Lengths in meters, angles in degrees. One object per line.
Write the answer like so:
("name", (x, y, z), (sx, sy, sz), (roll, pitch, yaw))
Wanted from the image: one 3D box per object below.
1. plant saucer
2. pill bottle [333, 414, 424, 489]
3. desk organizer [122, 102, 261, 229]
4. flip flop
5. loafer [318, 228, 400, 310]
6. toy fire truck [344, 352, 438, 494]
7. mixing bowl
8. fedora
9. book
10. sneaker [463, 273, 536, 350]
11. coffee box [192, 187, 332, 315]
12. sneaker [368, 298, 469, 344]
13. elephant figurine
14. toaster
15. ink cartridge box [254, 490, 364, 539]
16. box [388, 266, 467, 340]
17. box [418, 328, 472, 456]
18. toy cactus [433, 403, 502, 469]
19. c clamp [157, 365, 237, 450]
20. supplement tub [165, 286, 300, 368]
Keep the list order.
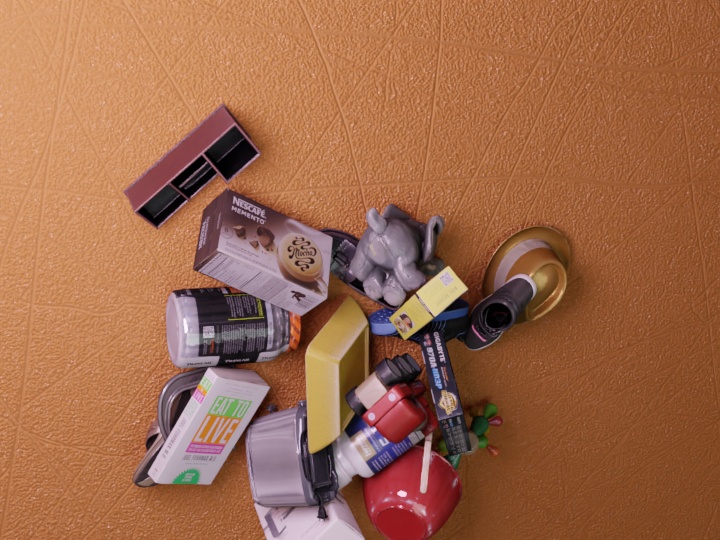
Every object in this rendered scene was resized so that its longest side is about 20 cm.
("plant saucer", (-0.030, 0.175, 1.646), (0.048, 0.200, 0.203), (8, 117, 18))
("pill bottle", (0.015, 0.299, 1.772), (0.199, 0.120, 0.120), (-36, 125, -3))
("desk organizer", (-0.246, -0.143, 1.444), (0.199, 0.077, 0.072), (-41, 125, 1))
("flip flop", (-0.322, 0.267, 1.643), (0.081, 0.057, 0.203), (24, 89, -52))
("loafer", (0.000, 0.000, 1.640), (0.072, 0.063, 0.199), (-48, 125, 6))
("toy fire truck", (0.076, 0.258, 1.626), (0.129, 0.201, 0.176), (-43, 167, 13))
("mixing bowl", (0.086, 0.431, 1.824), (0.196, 0.109, 0.203), (8, 126, 10))
("fedora", (0.314, 0.022, 1.783), (0.197, 0.082, 0.204), (-10, 120, -18))
("book", (-0.248, 0.254, 1.598), (0.133, 0.048, 0.202), (18, 105, -57))
("sneaker", (0.224, 0.090, 1.738), (0.099, 0.071, 0.200), (-36, 169, -47))
("coffee box", (-0.147, -0.026, 1.509), (0.198, 0.115, 0.080), (25, 143, -28))
("sneaker", (0.105, 0.104, 1.740), (0.196, 0.070, 0.079), (-7, 114, -21))
("elephant figurine", (0.078, -0.044, 1.615), (0.200, 0.142, 0.155), (-40, 173, -46))
("toaster", (-0.117, 0.328, 1.684), (0.113, 0.127, 0.204), (3, 77, -61))
("ink cartridge box", (-0.095, 0.446, 1.751), (0.146, 0.200, 0.085), (-44, 120, 3))
("box", (0.106, 0.055, 1.589), (0.075, 0.200, 0.050), (-38, 85, -17))
("box", (0.149, 0.216, 1.723), (0.045, 0.161, 0.201), (-14, 150, 4))
("toy cactus", (0.201, 0.337, 1.863), (0.199, 0.103, 0.165), (-39, 170, -8))
("c clamp", (-0.260, 0.237, 1.633), (0.198, 0.027, 0.174), (-3, 110, -50))
("supplement tub", (-0.202, 0.087, 1.559), (0.196, 0.123, 0.125), (-2, 117, -22))
